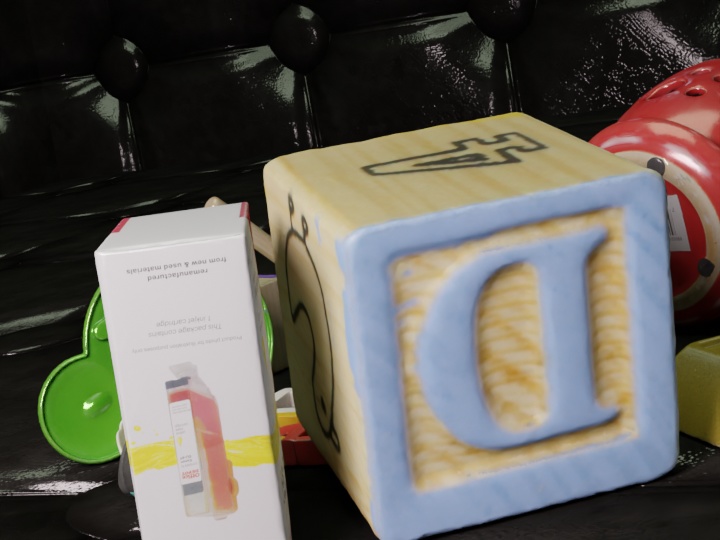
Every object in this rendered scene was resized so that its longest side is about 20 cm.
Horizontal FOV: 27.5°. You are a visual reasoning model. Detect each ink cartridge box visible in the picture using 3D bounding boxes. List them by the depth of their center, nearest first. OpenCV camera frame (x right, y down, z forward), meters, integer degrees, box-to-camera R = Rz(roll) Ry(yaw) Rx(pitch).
[{"bbox_3d":[-0.091,0.072,0.848,0.083,0.202,0.145,-7,10,-3],"label":"ink cartridge box"}]

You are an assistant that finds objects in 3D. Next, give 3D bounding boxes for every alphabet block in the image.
[{"bbox_3d":[0.063,0.024,0.910,0.195,0.197,0.200,-10,17,-14],"label":"alphabet block"}]

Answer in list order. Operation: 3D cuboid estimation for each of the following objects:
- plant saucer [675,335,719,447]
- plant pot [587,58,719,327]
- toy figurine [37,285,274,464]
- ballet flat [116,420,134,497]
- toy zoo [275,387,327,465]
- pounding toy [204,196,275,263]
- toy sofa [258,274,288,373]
[{"bbox_3d":[0.305,0.064,0.935,0.199,0.049,0.200,-13,10,-18],"label":"plant saucer"},{"bbox_3d":[0.283,-0.058,1.234,0.200,0.202,0.182,0,23,43],"label":"plant pot"},{"bbox_3d":[-0.183,0.080,1.209,0.200,0.150,0.184,-40,6,-18],"label":"toy figurine"},{"bbox_3d":[-0.146,0.084,1.060,0.068,0.068,0.201,-28,31,19],"label":"ballet flat"},{"bbox_3d":[-0.022,0.111,1.072,0.199,0.021,0.131,-6,11,24],"label":"toy zoo"},{"bbox_3d":[0.000,0.000,1.182,0.141,0.185,0.200,-12,8,22],"label":"pounding toy"},{"bbox_3d":[-0.120,0.040,1.382,0.199,0.083,0.097,0,15,44],"label":"toy sofa"}]
